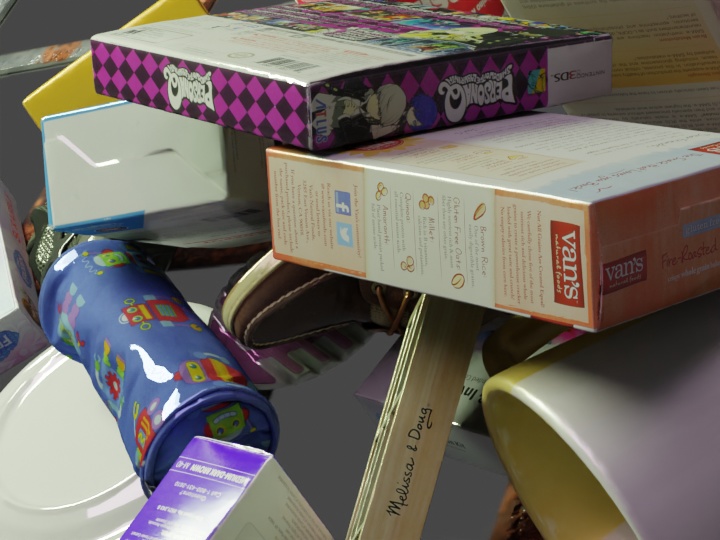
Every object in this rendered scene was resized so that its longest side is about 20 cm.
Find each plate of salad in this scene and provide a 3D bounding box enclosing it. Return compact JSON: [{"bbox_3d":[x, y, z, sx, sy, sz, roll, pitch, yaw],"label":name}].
[{"bbox_3d":[-0.149,0.099,1.162,0.200,0.048,0.200,-19,39,16],"label":"plate of salad"}]

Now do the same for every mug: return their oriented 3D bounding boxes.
[{"bbox_3d":[0.148,0.059,0.878,0.153,0.149,0.187,-33,71,-12],"label":"mug"}]

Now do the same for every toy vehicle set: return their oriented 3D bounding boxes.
[{"bbox_3d":[0.017,0.102,0.931,0.026,0.124,0.200,17,72,-1],"label":"toy vehicle set"}]

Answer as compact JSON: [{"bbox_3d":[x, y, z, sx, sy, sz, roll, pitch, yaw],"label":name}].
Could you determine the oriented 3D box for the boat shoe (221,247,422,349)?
[{"bbox_3d":[0.025,0.002,1.050,0.200,0.072,0.072,-23,62,-9],"label":"boat shoe"}]

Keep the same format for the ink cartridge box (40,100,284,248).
[{"bbox_3d":[-0.083,-0.057,1.141,0.116,0.200,0.068,-8,84,22],"label":"ink cartridge box"}]

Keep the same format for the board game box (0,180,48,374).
[{"bbox_3d":[-0.324,0.037,1.377,0.199,0.041,0.200,-31,35,4],"label":"board game box"}]

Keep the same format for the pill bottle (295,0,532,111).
[{"bbox_3d":[0.031,-0.148,1.172,0.112,0.200,0.112,-22,29,13],"label":"pill bottle"}]

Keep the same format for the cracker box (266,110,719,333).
[{"bbox_3d":[0.072,-0.029,0.859,0.134,0.058,0.200,-15,18,-39],"label":"cracker box"}]

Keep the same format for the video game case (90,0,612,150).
[{"bbox_3d":[-0.008,-0.103,0.969,0.181,0.036,0.200,-14,19,-34],"label":"video game case"}]

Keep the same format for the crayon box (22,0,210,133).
[{"bbox_3d":[-0.143,-0.122,1.244,0.126,0.052,0.200,-36,5,-1],"label":"crayon box"}]

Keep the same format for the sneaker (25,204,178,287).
[{"bbox_3d":[-0.155,-0.048,1.315,0.114,0.076,0.200,-2,44,40],"label":"sneaker"}]

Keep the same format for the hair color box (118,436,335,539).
[{"bbox_3d":[-0.092,0.194,0.957,0.065,0.109,0.200,7,51,42],"label":"hair color box"}]

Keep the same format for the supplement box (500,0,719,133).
[{"bbox_3d":[0.163,-0.136,1.064,0.126,0.200,0.074,1,51,37],"label":"supplement box"}]

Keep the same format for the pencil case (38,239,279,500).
[{"bbox_3d":[-0.114,0.059,1.081,0.078,0.087,0.200,-8,30,-25],"label":"pencil case"}]

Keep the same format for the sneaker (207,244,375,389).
[{"bbox_3d":[0.000,0.000,1.139,0.200,0.088,0.081,-40,80,-6],"label":"sneaker"}]

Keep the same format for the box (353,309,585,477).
[{"bbox_3d":[0.112,0.021,1.059,0.156,0.041,0.200,14,58,47],"label":"box"}]
